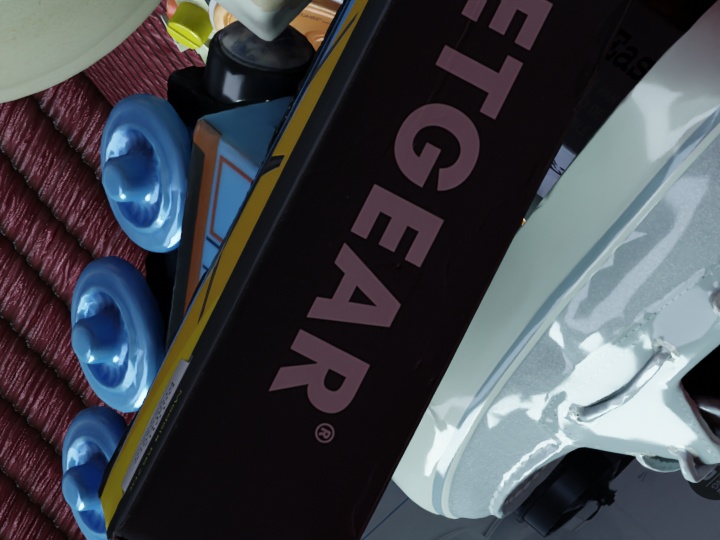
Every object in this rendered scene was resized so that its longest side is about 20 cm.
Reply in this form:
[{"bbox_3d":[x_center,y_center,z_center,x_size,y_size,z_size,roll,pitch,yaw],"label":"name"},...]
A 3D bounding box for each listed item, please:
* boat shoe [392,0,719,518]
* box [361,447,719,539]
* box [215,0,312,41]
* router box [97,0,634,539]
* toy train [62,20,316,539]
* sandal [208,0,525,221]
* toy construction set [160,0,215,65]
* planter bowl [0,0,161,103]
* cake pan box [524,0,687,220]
[{"bbox_3d":[0.069,0.013,0.683,0.072,0.070,0.201,43,141,9],"label":"boat shoe"},{"bbox_3d":[0.092,0.103,0.775,0.200,0.117,0.060,42,168,35],"label":"box"},{"bbox_3d":[-0.025,-0.131,0.726,0.078,0.095,0.200,42,176,5],"label":"box"},{"bbox_3d":[0.006,-0.022,0.688,0.051,0.200,0.149,27,176,-6],"label":"router box"},{"bbox_3d":[-0.026,0.030,0.858,0.114,0.087,0.200,41,131,42],"label":"toy train"},{"bbox_3d":[0.028,-0.019,0.986,0.207,0.059,0.079,41,149,-12],"label":"sandal"},{"bbox_3d":[-0.074,-0.128,1.259,0.131,0.092,0.200,18,169,28],"label":"toy construction set"},{"bbox_3d":[-0.145,-0.153,0.970,0.200,0.200,0.135,49,180,-3],"label":"planter bowl"},{"bbox_3d":[0.122,0.021,0.798,0.200,0.052,0.184,41,168,36],"label":"cake pan box"}]
